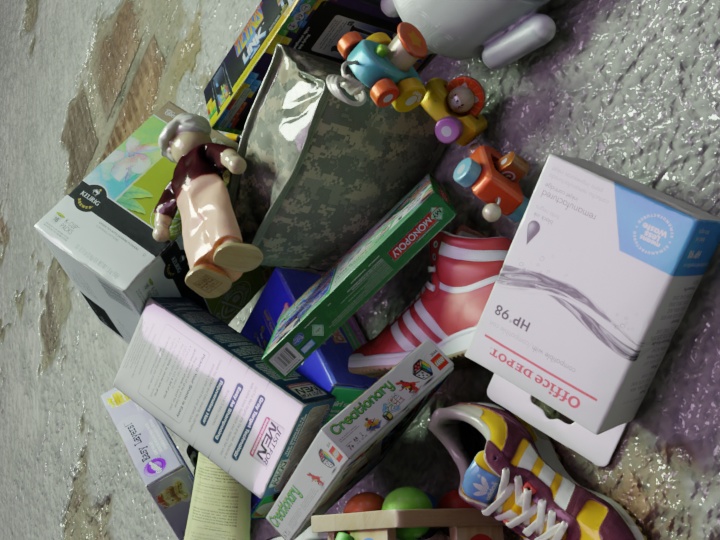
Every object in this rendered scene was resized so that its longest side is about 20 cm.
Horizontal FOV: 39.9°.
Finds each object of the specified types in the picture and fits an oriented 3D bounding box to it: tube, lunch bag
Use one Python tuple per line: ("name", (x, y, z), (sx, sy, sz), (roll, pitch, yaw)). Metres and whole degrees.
("tube", (-0.137, 0.204, 0.991), (0.058, 0.052, 0.200), (0, 84, 55))
("lunch bag", (-0.030, -0.089, 0.938), (0.118, 0.164, 0.200), (46, 119, 44))

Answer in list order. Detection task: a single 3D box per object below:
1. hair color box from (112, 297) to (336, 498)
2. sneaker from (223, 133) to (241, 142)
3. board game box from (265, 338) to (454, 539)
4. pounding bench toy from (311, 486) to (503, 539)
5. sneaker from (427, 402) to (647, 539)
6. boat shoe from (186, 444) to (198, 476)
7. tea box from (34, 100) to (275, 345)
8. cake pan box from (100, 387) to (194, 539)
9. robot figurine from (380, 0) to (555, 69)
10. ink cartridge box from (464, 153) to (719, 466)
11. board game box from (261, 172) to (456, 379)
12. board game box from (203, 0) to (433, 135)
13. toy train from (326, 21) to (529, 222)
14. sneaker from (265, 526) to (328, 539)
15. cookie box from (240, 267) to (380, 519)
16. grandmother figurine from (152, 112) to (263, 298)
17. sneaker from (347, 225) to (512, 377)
("hair color box", (-0.131, 0.114, 0.931), (0.200, 0.060, 0.100), (31, 104, 26))
("sneaker", (-0.102, -0.104, 1.118), (0.200, 0.082, 0.078), (35, 111, 52))
("board game box", (-0.004, 0.147, 0.830), (0.035, 0.126, 0.200), (45, 145, 12))
("pounding bench toy", (0.014, 0.248, 0.762), (0.124, 0.200, 0.156), (-22, 65, 52))
("sneaker", (0.122, 0.170, 0.722), (0.200, 0.090, 0.075), (46, 120, 50))
("boat shoe", (-0.163, 0.212, 1.130), (0.200, 0.064, 0.071), (-130, 29, -53))
("tea box", (-0.198, -0.029, 1.048), (0.134, 0.200, 0.197), (31, 68, 22))
("cake pan box", (-0.215, 0.245, 1.138), (0.184, 0.052, 0.200), (46, 161, 50))
("robot figurine", (0.103, -0.254, 0.830), (0.200, 0.113, 0.170), (-32, 84, 48))
("ink cartridge box", (0.155, 0.033, 0.697), (0.116, 0.067, 0.200), (30, 108, 31))
("board game box", (0.000, 0.000, 0.868), (0.200, 0.029, 0.135), (-44, 6, 11))
("board game box", (-0.035, -0.205, 0.972), (0.200, 0.165, 0.057), (-45, 50, 40))
("toy train", (0.068, -0.131, 0.816), (0.056, 0.200, 0.150), (-45, 23, 27))
("sneaker", (-0.039, 0.302, 0.925), (0.200, 0.084, 0.121), (-40, 46, 54))
("cookie box", (-0.072, 0.128, 1.023), (0.200, 0.075, 0.171), (-59, 41, 29))
("grandmother figurine", (-0.147, -0.069, 0.911), (0.121, 0.061, 0.200), (-31, 51, 16))
("sneaker", (0.062, 0.029, 0.858), (0.200, 0.071, 0.113), (-19, 71, 44))
